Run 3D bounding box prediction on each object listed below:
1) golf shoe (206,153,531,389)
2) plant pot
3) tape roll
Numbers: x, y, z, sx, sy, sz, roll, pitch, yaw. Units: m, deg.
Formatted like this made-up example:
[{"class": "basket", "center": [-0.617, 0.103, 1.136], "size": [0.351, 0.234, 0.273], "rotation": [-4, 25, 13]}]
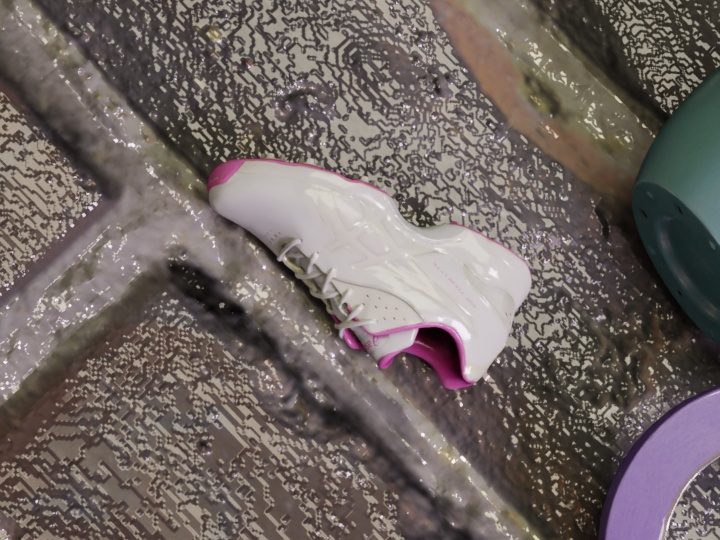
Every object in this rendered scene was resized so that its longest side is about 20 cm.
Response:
[{"class": "golf shoe", "center": [0.000, 0.000, 1.550], "size": [0.199, 0.075, 0.092], "rotation": [22, 69, -9]}, {"class": "plant pot", "center": [0.258, -0.041, 1.592], "size": [0.161, 0.201, 0.201], "rotation": [-33, 84, -12]}, {"class": "tape roll", "center": [0.235, 0.161, 1.533], "size": [0.199, 0.066, 0.201], "rotation": [0, 88, 2]}]
